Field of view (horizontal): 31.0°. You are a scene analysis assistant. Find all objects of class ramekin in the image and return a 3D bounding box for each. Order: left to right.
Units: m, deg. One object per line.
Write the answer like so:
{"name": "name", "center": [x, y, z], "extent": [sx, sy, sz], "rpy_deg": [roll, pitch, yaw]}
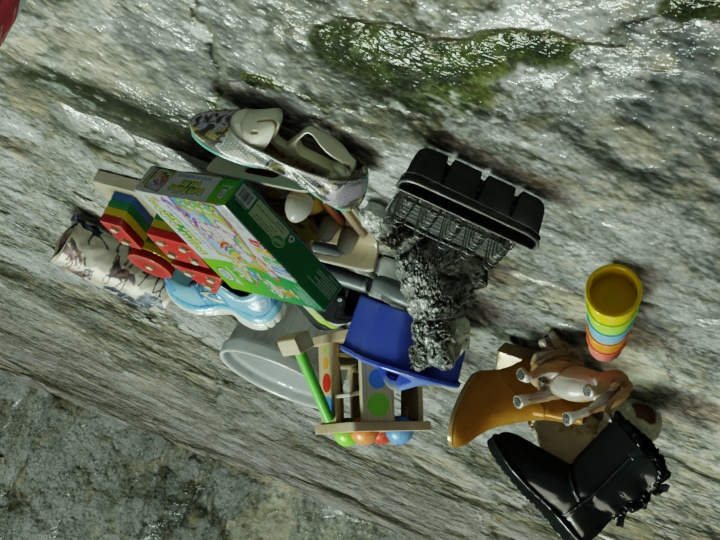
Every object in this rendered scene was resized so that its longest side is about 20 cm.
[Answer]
{"name": "ramekin", "center": [-0.106, 0.123, 1.990], "extent": [0.199, 0.105, 0.200], "rpy_deg": [21, 160, 8]}

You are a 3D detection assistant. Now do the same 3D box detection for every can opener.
{"name": "can opener", "center": [0.000, 0.000, 1.611], "extent": [0.199, 0.053, 0.066], "rpy_deg": [18, 179, 22]}

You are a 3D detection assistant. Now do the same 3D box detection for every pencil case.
{"name": "pencil case", "center": [-0.365, -0.009, 1.979], "extent": [0.199, 0.090, 0.078], "rpy_deg": [27, 148, -14]}

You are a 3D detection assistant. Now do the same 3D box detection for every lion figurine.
{"name": "lion figurine", "center": [0.262, 0.134, 1.539], "extent": [0.122, 0.073, 0.200], "rpy_deg": [-12, -159, -33]}

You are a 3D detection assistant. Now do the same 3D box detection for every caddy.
{"name": "caddy", "center": [0.054, 0.102, 1.662], "extent": [0.141, 0.106, 0.200], "rpy_deg": [15, -179, -17]}

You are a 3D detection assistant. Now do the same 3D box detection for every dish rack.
{"name": "dish rack", "center": [0.100, -0.054, 1.353], "extent": [0.153, 0.055, 0.200], "rpy_deg": [26, 161, -3]}

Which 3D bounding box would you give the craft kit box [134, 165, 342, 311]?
{"name": "craft kit box", "center": [-0.146, -0.040, 1.546], "extent": [0.197, 0.049, 0.200], "rpy_deg": [15, 153, 51]}

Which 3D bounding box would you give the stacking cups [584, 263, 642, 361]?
{"name": "stacking cups", "center": [0.276, 0.059, 1.432], "extent": [0.060, 0.061, 0.200], "rpy_deg": [18, 161, 16]}

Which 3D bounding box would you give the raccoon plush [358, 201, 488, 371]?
{"name": "raccoon plush", "center": [0.055, 0.029, 1.499], "extent": [0.199, 0.135, 0.097], "rpy_deg": [28, 162, -14]}

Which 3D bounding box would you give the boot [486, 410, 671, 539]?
{"name": "boot", "center": [0.280, 0.242, 1.645], "extent": [0.198, 0.162, 0.073], "rpy_deg": [48, -165, 6]}

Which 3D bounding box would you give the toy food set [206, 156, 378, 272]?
{"name": "toy food set", "center": [-0.077, -0.063, 1.527], "extent": [0.143, 0.061, 0.200], "rpy_deg": [13, 158, 29]}

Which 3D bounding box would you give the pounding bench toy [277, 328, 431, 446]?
{"name": "pounding bench toy", "center": [-0.018, 0.165, 1.808], "extent": [0.199, 0.157, 0.124], "rpy_deg": [3, 171, -27]}

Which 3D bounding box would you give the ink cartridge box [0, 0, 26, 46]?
{"name": "ink cartridge box", "center": [-0.293, -0.287, 0.970], "extent": [0.145, 0.201, 0.145], "rpy_deg": [28, 163, -11]}

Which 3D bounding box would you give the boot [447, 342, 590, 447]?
{"name": "boot", "center": [0.209, 0.168, 1.624], "extent": [0.143, 0.201, 0.071], "rpy_deg": [18, 132, 26]}

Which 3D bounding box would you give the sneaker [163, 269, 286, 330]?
{"name": "sneaker", "center": [-0.203, 0.018, 1.910], "extent": [0.199, 0.079, 0.090], "rpy_deg": [11, 139, 24]}

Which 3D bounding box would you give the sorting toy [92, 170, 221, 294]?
{"name": "sorting toy", "center": [-0.254, -0.039, 1.785], "extent": [0.199, 0.070, 0.199], "rpy_deg": [15, 159, 24]}

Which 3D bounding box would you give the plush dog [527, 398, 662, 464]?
{"name": "plush dog", "center": [0.301, 0.229, 1.768], "extent": [0.199, 0.161, 0.172], "rpy_deg": [17, -176, 18]}

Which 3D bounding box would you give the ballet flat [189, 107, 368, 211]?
{"name": "ballet flat", "center": [-0.079, -0.133, 1.358], "extent": [0.199, 0.072, 0.072], "rpy_deg": [25, 161, -4]}

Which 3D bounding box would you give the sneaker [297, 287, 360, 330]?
{"name": "sneaker", "center": [-0.054, 0.012, 1.724], "extent": [0.082, 0.072, 0.200], "rpy_deg": [-12, 148, 26]}
